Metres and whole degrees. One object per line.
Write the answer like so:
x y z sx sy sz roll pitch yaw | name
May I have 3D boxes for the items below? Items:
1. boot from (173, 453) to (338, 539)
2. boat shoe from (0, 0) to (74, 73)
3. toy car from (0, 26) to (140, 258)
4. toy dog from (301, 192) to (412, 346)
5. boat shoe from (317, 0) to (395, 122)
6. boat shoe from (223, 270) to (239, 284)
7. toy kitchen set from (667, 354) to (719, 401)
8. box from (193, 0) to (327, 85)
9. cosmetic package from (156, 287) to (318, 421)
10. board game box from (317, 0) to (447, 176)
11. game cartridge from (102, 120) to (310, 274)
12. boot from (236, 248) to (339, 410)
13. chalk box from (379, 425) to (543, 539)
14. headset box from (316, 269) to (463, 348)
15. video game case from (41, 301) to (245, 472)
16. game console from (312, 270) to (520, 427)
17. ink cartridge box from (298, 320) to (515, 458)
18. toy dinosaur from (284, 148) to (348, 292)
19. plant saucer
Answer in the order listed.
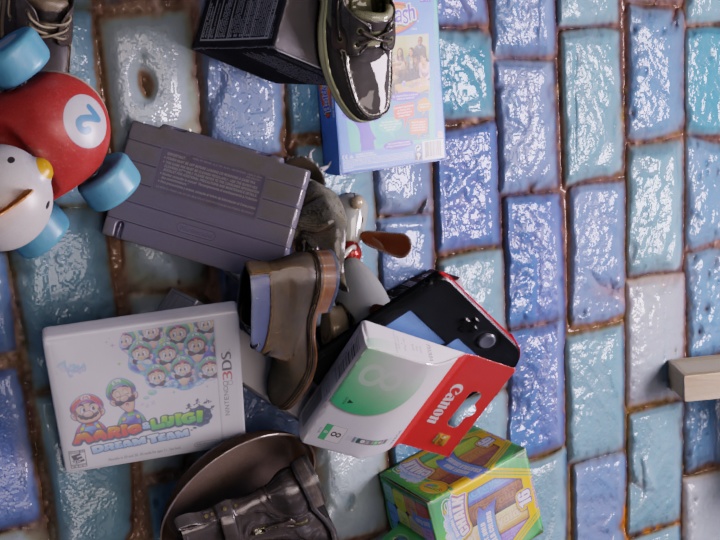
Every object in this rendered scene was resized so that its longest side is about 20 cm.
-0.120 0.291 1.282 0.172 0.070 0.202 -26 141 -12 | boot
-0.318 -0.253 1.122 0.073 0.073 0.204 -11 103 -27 | boat shoe
-0.314 -0.087 1.058 0.175 0.201 0.185 -31 119 6 | toy car
0.000 0.000 1.287 0.130 0.096 0.202 -18 75 -28 | toy dog
0.001 -0.239 1.082 0.071 0.066 0.204 -17 107 -30 | boat shoe
-0.121 0.016 1.284 0.064 0.074 0.203 -37 110 -12 | boat shoe
0.542 0.218 1.689 0.177 0.163 0.204 -5 102 0 | toy kitchen set
-0.059 -0.305 1.190 0.122 0.197 0.203 17 90 -34 | box
-0.134 0.097 1.281 0.199 0.082 0.051 38 82 -28 | cosmetic package
0.024 -0.221 1.340 0.150 0.045 0.204 -10 103 -28 | board game box
-0.161 -0.073 1.209 0.197 0.038 0.132 16 86 5 | game cartridge
-0.093 0.063 1.188 0.095 0.075 0.202 -1 125 -28 | boot
0.107 0.299 1.428 0.198 0.124 0.126 -23 109 -26 | chalk box
0.061 0.102 1.396 0.198 0.077 0.151 -25 110 -22 | headset box
-0.221 0.124 1.203 0.196 0.024 0.184 -8 125 -12 | video game case
0.060 0.099 1.263 0.199 0.031 0.176 -34 132 19 | game console
0.053 0.148 1.259 0.197 0.050 0.162 20 125 -20 | ink cartridge box
-0.057 -0.058 1.240 0.102 0.201 0.077 -47 131 10 | toy dinosaur
-0.141 0.249 1.287 0.198 0.032 0.202 -26 142 -22 | plant saucer
